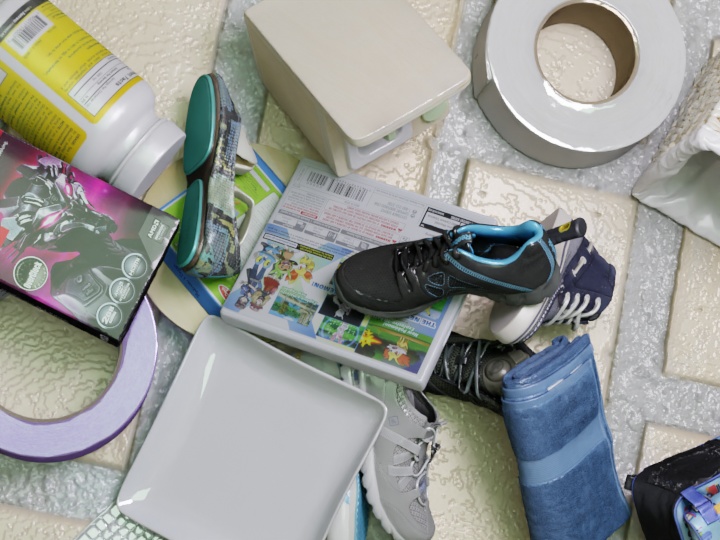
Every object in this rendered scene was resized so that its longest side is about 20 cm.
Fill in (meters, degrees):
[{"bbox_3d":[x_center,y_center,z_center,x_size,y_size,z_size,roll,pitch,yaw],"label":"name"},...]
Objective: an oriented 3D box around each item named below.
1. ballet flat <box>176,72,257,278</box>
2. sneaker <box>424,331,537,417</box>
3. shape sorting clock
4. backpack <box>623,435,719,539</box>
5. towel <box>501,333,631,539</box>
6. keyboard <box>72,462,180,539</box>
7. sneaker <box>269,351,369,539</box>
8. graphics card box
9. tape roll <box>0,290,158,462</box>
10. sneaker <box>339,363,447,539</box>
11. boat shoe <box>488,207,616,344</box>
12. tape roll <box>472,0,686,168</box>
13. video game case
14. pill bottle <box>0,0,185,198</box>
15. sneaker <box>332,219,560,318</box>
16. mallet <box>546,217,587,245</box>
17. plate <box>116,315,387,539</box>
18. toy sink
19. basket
[{"bbox_3d":[-0.129,-0.083,1.667,0.074,0.074,0.201,7,70,-7],"label":"ballet flat"},{"bbox_3d":[0.089,0.083,1.671,0.199,0.114,0.077,19,76,-3],"label":"sneaker"},{"bbox_3d":[-0.113,-0.025,1.695,0.199,0.039,0.201,3,69,-7],"label":"shape sorting clock"},{"bbox_3d":[0.370,0.235,1.667,0.199,0.134,0.183,-23,102,-19],"label":"backpack"},{"bbox_3d":[0.186,0.167,1.642,0.111,0.048,0.201,-32,119,-37],"label":"towel"},{"bbox_3d":[-0.221,0.246,1.646,0.200,0.011,0.056,-43,89,-13],"label":"keyboard"},{"bbox_3d":[-0.039,0.174,1.661,0.080,0.077,0.201,-11,80,5],"label":"sneaker"},{"bbox_3d":[-0.274,-0.031,1.601,0.199,0.051,0.126,28,77,-4],"label":"graphics card box"},{"bbox_3d":[-0.284,0.072,1.639,0.199,0.066,0.201,1,81,-9],"label":"tape roll"},{"bbox_3d":[0.041,0.159,1.638,0.082,0.075,0.201,-11,107,15],"label":"sneaker"},{"bbox_3d":[0.186,0.024,1.671,0.093,0.075,0.200,43,37,-10],"label":"boat shoe"},{"bbox_3d":[0.211,-0.204,1.762,0.201,0.071,0.204,1,80,-9],"label":"tape roll"},{"bbox_3d":[0.000,0.000,1.637,0.199,0.022,0.183,19,62,16],"label":"video game case"},{"bbox_3d":[-0.262,-0.156,1.658,0.200,0.112,0.113,40,77,0],"label":"pill bottle"},{"bbox_3d":[0.071,-0.011,1.572,0.199,0.082,0.074,-7,57,6],"label":"sneaker"},{"bbox_3d":[0.123,-0.004,1.651,0.041,0.200,0.066,40,57,-27],"label":"mallet"},{"bbox_3d":[-0.096,0.169,1.620,0.199,0.032,0.200,26,91,20],"label":"plate"},{"bbox_3d":[0.003,-0.175,1.669,0.130,0.112,0.200,-31,56,-13],"label":"toy sink"},{"bbox_3d":[0.398,-0.110,1.710,0.199,0.198,0.161,31,75,-2],"label":"basket"}]
